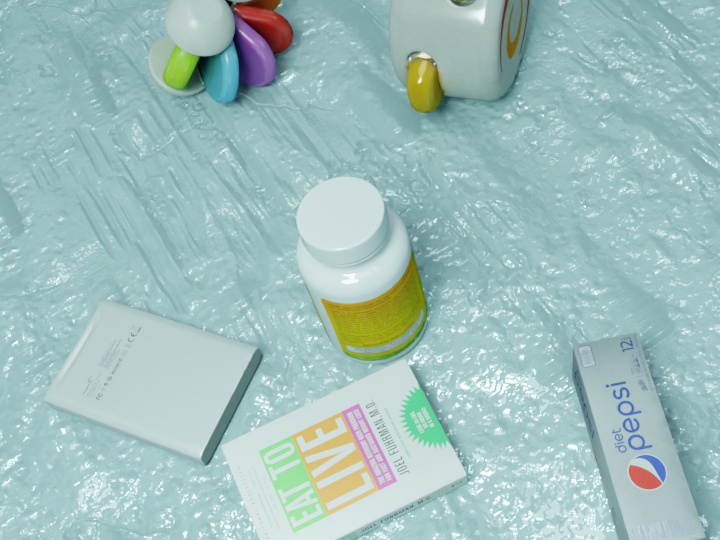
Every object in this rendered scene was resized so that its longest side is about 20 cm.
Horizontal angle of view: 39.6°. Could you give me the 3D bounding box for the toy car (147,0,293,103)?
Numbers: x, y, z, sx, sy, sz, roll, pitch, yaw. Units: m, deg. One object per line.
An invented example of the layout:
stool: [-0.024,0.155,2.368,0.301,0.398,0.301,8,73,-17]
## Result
toy car: [-0.163,-0.293,1.243,0.150,0.175,0.200,32,64,-12]

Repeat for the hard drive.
hard drive: [-0.220,0.113,1.058,0.199,0.026,0.132,16,63,21]

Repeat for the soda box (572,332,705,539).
soda box: [0.245,0.161,0.899,0.063,0.068,0.201,-12,57,4]

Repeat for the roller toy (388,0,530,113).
roller toy: [0.111,-0.291,1.149,0.139,0.201,0.182,11,26,19]

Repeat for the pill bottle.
pill bottle: [0.000,0.000,0.976,0.111,0.200,0.111,-6,57,9]

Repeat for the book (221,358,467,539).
book: [-0.016,0.188,0.959,0.199,0.048,0.134,-26,60,-6]
